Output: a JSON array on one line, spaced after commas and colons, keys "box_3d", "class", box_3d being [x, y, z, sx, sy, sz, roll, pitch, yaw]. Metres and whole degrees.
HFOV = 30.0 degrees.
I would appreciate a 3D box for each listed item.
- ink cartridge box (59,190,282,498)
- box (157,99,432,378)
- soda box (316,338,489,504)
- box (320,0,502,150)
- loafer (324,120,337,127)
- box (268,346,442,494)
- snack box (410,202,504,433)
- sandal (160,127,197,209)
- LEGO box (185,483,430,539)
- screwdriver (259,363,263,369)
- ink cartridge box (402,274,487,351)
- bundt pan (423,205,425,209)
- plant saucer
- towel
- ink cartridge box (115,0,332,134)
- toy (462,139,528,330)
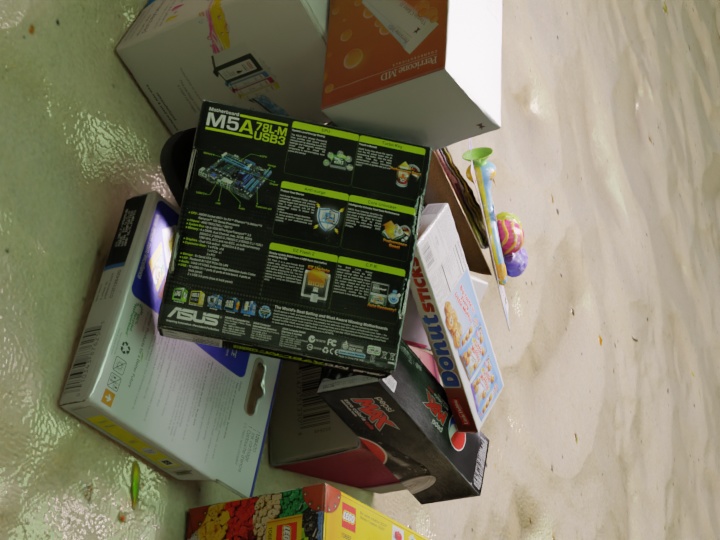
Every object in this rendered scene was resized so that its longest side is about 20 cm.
[{"box_3d": [-0.149, 0.069, 1.149, 0.200, 0.047, 0.199, 44, 46, -42], "class": "ink cartridge box"}, {"box_3d": [-0.053, -0.025, 1.103, 0.048, 0.197, 0.196, 119, -19, -75], "class": "box"}, {"box_3d": [0.042, 0.135, 1.226, 0.200, 0.070, 0.064, 51, 38, -38], "class": "soda box"}, {"box_3d": [0.047, -0.211, 1.157, 0.097, 0.123, 0.202, 38, 46, -47], "class": "box"}, {"box_3d": [-0.076, -0.078, 1.217, 0.070, 0.199, 0.070, 54, 17, -27], "class": "loafer"}, {"box_3d": [0.006, 0.141, 1.344, 0.199, 0.108, 0.129, 25, 56, -53], "class": "box"}, {"box_3d": [0.084, 0.044, 1.206, 0.072, 0.024, 0.202, -52, 131, -48], "class": "snack box"}, {"box_3d": [-0.105, -0.030, 1.158, 0.076, 0.043, 0.201, -50, 119, -36], "class": "sandal"}, {"box_3d": [-0.037, 0.261, 1.171, 0.200, 0.148, 0.078, 38, 46, -48], "class": "LEGO box"}, {"box_3d": [-0.133, 0.033, 1.238, 0.029, 0.028, 0.201, -41, 117, -26], "class": "screwdriver"}, {"box_3d": [0.000, 0.000, 1.298, 0.146, 0.199, 0.084, 17, 99, -57], "class": "ink cartridge box"}, {"box_3d": [0.058, -0.014, 1.493, 0.204, 0.075, 0.202, 64, 4, -7], "class": "bundt pan"}, {"box_3d": [0.092, -0.078, 1.529, 0.202, 0.035, 0.200, 64, 4, -8], "class": "plant saucer"}, {"box_3d": [0.108, -0.131, 1.652, 0.144, 0.023, 0.201, 58, 8, -54], "class": "towel"}, {"box_3d": [-0.090, -0.217, 1.251, 0.145, 0.198, 0.148, 57, 33, -28], "class": "ink cartridge box"}, {"box_3d": [0.163, -0.048, 1.543, 0.115, 0.047, 0.202, -84, 157, -63], "class": "toy"}]
